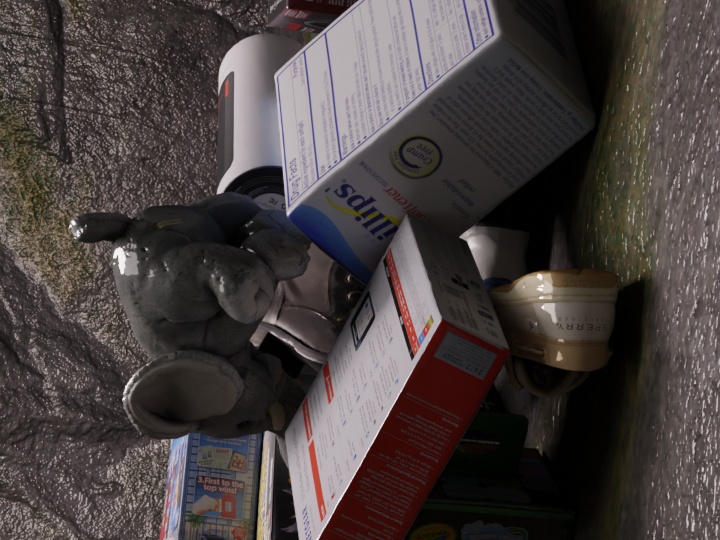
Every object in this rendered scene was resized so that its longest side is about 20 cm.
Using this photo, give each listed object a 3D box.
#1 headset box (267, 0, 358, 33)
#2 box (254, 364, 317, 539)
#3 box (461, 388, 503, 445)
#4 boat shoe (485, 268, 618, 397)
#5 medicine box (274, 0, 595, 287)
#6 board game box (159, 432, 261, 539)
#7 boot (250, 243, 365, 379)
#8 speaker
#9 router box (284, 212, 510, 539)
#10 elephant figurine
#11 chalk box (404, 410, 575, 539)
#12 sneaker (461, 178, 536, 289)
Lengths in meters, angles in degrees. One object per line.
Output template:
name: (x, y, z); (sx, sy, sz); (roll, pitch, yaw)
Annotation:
headset box: (0.012, -0.231, 1.820); (0.149, 0.199, 0.078); (-178, 93, -81)
box: (-0.052, 0.166, 1.683); (0.159, 0.048, 0.201); (106, 169, -52)
box: (0.033, 0.187, 1.683); (0.149, 0.123, 0.201); (-109, 27, -72)
boat shoe: (0.114, 0.045, 1.391); (0.200, 0.073, 0.070); (121, 150, -81)
medicine box: (0.045, -0.117, 1.533); (0.200, 0.103, 0.183); (-39, 30, 21)
board game box: (-0.117, 0.140, 1.780); (0.200, 0.061, 0.201); (122, 155, -71)
boot: (0.000, 0.000, 1.627); (0.175, 0.199, 0.069); (-63, -34, -17)
speaker: (-0.067, -0.096, 1.658); (0.200, 0.081, 0.082); (-94, 12, -55)
router box: (0.018, 0.079, 1.412); (0.180, 0.049, 0.200); (-61, 14, 16)
elephant figurine: (-0.105, 0.058, 1.526); (0.141, 0.155, 0.201); (-27, -45, -48)
chalk box: (0.065, 0.184, 1.475); (0.124, 0.124, 0.201); (-117, 34, -74)
sneaker: (0.087, -0.029, 1.642); (0.199, 0.080, 0.116); (-147, 66, -73)
